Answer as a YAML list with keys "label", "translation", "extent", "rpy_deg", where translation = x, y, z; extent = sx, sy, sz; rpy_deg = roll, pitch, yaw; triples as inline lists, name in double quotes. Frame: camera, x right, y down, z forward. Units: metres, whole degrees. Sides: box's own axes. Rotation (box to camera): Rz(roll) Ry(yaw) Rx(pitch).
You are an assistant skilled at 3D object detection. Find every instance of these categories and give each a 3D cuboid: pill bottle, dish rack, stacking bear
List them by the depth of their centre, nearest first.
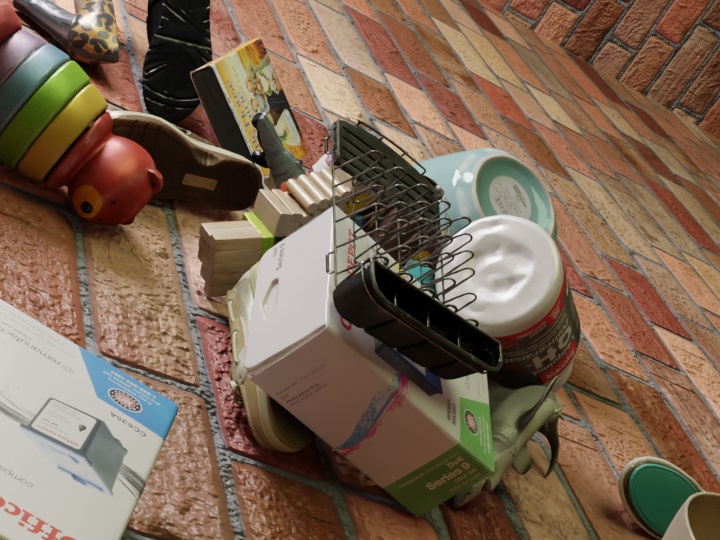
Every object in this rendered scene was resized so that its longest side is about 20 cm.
- label: "dish rack"
  translation: [0.036, -0.024, 1.018]
  extent: [0.153, 0.054, 0.201]
  rpy_deg: [34, 41, -40]
- label: "stacking bear"
  translation: [-0.259, -0.118, 1.136]
  extent: [0.200, 0.121, 0.114]
  rpy_deg: [42, 34, -9]
- label: "pill bottle"
  translation: [0.139, 0.043, 1.208]
  extent: [0.111, 0.111, 0.200]
  rpy_deg: [47, -6, 30]

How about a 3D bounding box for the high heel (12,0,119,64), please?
- label: "high heel"
  translation: [-0.266, -0.297, 1.494]
  extent: [0.142, 0.072, 0.200]
  rpy_deg: [36, 50, 19]

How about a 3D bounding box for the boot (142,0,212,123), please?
- label: "boot"
  translation: [-0.210, -0.257, 1.500]
  extent: [0.073, 0.200, 0.162]
  rpy_deg: [6, -2, -16]

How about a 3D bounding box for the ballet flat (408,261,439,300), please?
- label: "ballet flat"
  translation: [0.074, 0.057, 1.329]
  extent: [0.071, 0.067, 0.200]
  rpy_deg: [54, 14, -21]

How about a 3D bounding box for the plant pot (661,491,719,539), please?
- label: "plant pot"
  translation: [0.290, 0.289, 1.029]
  extent: [0.200, 0.135, 0.201]
  rpy_deg: [30, 21, -13]

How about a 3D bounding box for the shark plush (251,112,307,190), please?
- label: "shark plush"
  translation: [-0.047, -0.081, 1.324]
  extent: [0.200, 0.083, 0.091]
  rpy_deg: [55, 8, -21]

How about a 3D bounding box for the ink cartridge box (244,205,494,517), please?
- label: "ink cartridge box"
  translation: [0.011, 0.071, 1.043]
  extent: [0.200, 0.087, 0.146]
  rpy_deg: [41, 30, -27]

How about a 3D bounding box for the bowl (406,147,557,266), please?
- label: "bowl"
  translation: [0.137, -0.052, 1.462]
  extent: [0.200, 0.105, 0.202]
  rpy_deg: [16, 60, -29]

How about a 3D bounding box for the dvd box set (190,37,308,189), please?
- label: "dvd box set"
  translation: [-0.117, -0.169, 1.457]
  extent: [0.200, 0.029, 0.147]
  rpy_deg: [-57, 126, -70]

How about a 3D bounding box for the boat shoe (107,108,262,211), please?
- label: "boat shoe"
  translation: [-0.190, -0.107, 1.276]
  extent: [0.202, 0.075, 0.075]
  rpy_deg: [22, 10, -45]

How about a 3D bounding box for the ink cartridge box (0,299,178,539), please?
- label: "ink cartridge box"
  translation: [-0.198, 0.114, 0.744]
  extent: [0.146, 0.086, 0.200]
  rpy_deg: [31, 19, -8]

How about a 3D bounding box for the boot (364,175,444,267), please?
- label: "boot"
  translation: [0.000, 0.000, 1.173]
  extent: [0.072, 0.167, 0.200]
  rpy_deg: [35, 22, 2]

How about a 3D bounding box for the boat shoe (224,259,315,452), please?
- label: "boat shoe"
  translation: [-0.077, 0.072, 1.065]
  extent: [0.073, 0.063, 0.201]
  rpy_deg: [40, 26, -36]

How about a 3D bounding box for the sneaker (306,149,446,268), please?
- label: "sneaker"
  translation: [0.016, -0.048, 1.300]
  extent: [0.200, 0.090, 0.075]
  rpy_deg: [45, 10, -39]

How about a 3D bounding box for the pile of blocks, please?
- label: "pile of blocks"
  translation: [-0.061, -0.045, 1.197]
  extent: [0.062, 0.199, 0.082]
  rpy_deg: [47, -21, 47]

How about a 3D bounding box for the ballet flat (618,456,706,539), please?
- label: "ballet flat"
  translation: [0.311, 0.232, 1.304]
  extent: [0.199, 0.070, 0.070]
  rpy_deg: [30, 21, -25]

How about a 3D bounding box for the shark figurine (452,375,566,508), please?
- label: "shark figurine"
  translation: [0.132, 0.121, 1.182]
  extent: [0.089, 0.129, 0.214]
  rpy_deg: [31, 17, 21]
